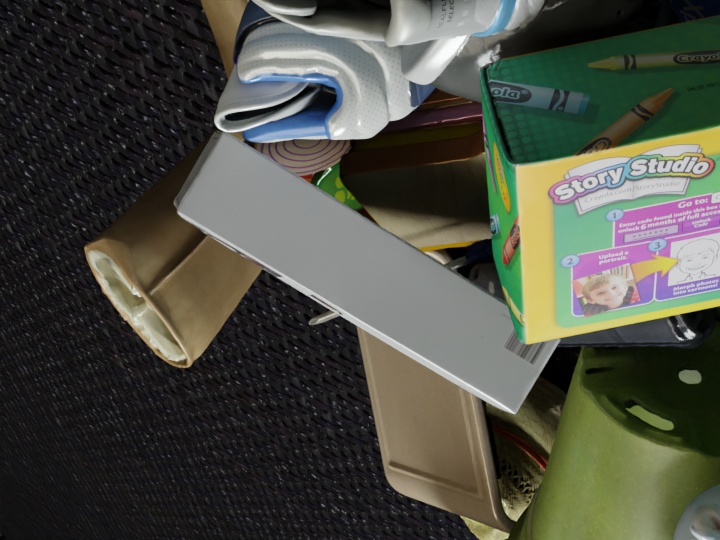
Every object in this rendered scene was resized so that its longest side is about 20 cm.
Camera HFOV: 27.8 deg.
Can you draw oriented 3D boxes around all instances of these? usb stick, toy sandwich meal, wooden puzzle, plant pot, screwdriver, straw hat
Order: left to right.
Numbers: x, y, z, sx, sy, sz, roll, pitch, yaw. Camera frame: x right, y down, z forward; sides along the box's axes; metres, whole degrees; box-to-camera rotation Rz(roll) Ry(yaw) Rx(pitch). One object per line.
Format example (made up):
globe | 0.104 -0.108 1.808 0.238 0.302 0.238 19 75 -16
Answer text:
toy sandwich meal | 0.020 -0.049 0.816 0.203 0.071 0.206 -4 153 -2
wooden puzzle | 0.046 0.075 1.016 0.185 0.037 0.202 1 107 69
screwdriver | 0.046 -0.004 0.811 0.199 0.028 0.029 -18 123 29
straw hat | 0.103 0.156 1.089 0.200 0.085 0.202 34 153 20
usb stick | 0.117 0.015 0.781 0.200 0.032 0.056 -6 103 64
plant pot | 0.180 0.122 0.840 0.199 0.200 0.191 26 138 31

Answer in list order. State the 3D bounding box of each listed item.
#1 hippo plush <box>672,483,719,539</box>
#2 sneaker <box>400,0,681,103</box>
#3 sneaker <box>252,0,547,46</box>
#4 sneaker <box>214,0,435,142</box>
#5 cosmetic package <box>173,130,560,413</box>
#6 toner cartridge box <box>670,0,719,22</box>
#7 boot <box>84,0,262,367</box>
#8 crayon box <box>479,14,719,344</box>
hippo plush | 0.198 0.184 0.727 0.199 0.162 0.159 25 -167 35
sneaker | 0.105 -0.127 0.582 0.099 0.071 0.200 22 141 -18
sneaker | -0.026 -0.135 0.570 0.199 0.086 0.076 26 131 39
sneaker | -0.044 -0.136 0.715 0.199 0.147 0.081 29 152 25
cosmetic package | 0.000 0.000 0.751 0.199 0.051 0.083 31 -178 -10
toner cartridge box | 0.146 -0.150 0.602 0.095 0.043 0.201 24 149 32
boot | -0.093 -0.072 0.882 0.176 0.200 0.066 52 153 -20
crayon box | 0.153 -0.043 0.596 0.119 0.198 0.059 79 180 -51
